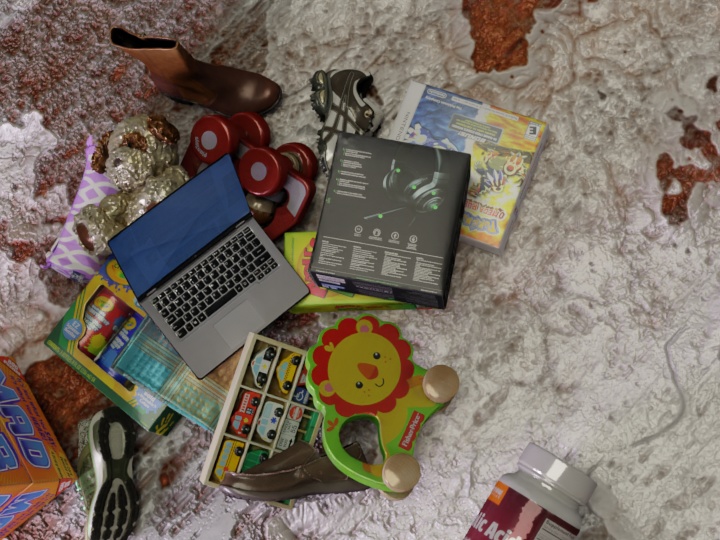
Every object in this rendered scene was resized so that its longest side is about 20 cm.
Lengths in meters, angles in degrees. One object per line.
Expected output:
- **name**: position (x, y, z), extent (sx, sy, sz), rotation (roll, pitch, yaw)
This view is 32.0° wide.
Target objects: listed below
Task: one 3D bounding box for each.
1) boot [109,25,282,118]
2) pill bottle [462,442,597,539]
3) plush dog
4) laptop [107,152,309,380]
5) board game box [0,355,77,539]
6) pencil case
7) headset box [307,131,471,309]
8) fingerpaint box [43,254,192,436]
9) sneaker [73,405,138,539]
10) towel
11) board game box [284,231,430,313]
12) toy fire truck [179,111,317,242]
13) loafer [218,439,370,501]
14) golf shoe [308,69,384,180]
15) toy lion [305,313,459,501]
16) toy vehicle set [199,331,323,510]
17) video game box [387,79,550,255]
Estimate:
- **boot**: position (-0.216, -0.276, 1.687), extent (0.187, 0.200, 0.069), rotation (18, 81, 16)
- **pill bottle**: position (0.193, 0.316, 1.503), extent (0.114, 0.114, 0.200), rotation (30, 84, 17)
- **plush dog**: position (-0.276, -0.121, 1.646), extent (0.199, 0.160, 0.173), rotation (-13, 88, 39)
- **laptop**: position (-0.183, -0.002, 1.557), extent (0.187, 0.116, 0.200), rotation (-38, 92, -16)
- **board game box**: position (-0.533, 0.245, 1.613), extent (0.200, 0.200, 0.200), rotation (-38, 72, 15)
- **pencil case**: position (-0.371, -0.077, 1.733), extent (0.085, 0.084, 0.201), rotation (22, 77, -16)
- **headset box**: position (0.041, -0.069, 1.582), extent (0.173, 0.093, 0.201), rotation (9, 79, 7)
- **fingerpaint box**: position (-0.294, 0.094, 1.682), extent (0.200, 0.073, 0.167), rotation (37, 86, 17)
- **sneaker**: position (-0.348, 0.283, 1.666), extent (0.088, 0.077, 0.201), rotation (-9, 74, 42)
- **towel**: position (-0.200, 0.119, 1.615), extent (0.200, 0.022, 0.147), rotation (34, 87, -5)
- **board game box**: position (0.000, 0.000, 1.655), extent (0.199, 0.048, 0.102), rotation (-2, 77, 12)
- **toy fire truck**: position (-0.162, -0.113, 1.698), extent (0.200, 0.112, 0.168), rotation (34, 112, 16)
- **loafer**: position (-0.082, 0.249, 1.572), extent (0.199, 0.073, 0.071), rotation (-2, 83, -22)
- **golf shoe**: position (-0.012, -0.183, 1.687), extent (0.094, 0.078, 0.201), rotation (-11, 76, 9)
- **toy lion**: position (0.012, 0.160, 1.570), extent (0.191, 0.069, 0.201), rotation (24, 68, 4)
- **toy vehicle set**: position (-0.115, 0.192, 1.602), extent (0.124, 0.026, 0.201), rotation (19, 87, -19)
- **video game box**: position (0.126, -0.138, 1.663), extent (0.199, 0.047, 0.183), rotation (20, 84, 16)
